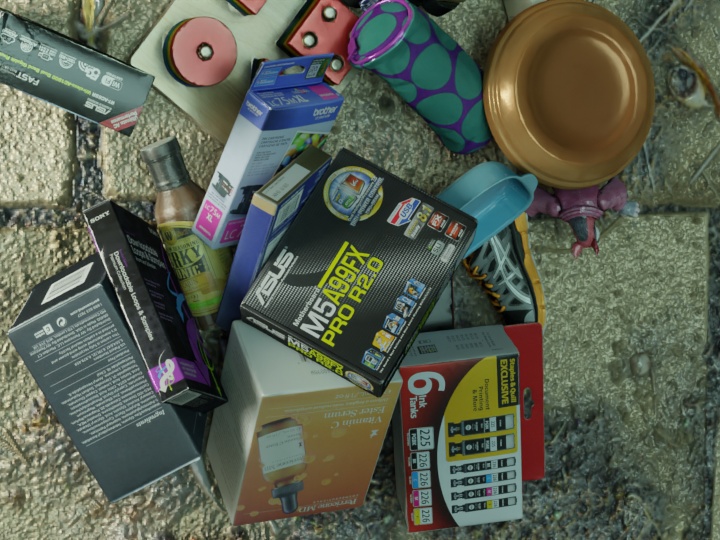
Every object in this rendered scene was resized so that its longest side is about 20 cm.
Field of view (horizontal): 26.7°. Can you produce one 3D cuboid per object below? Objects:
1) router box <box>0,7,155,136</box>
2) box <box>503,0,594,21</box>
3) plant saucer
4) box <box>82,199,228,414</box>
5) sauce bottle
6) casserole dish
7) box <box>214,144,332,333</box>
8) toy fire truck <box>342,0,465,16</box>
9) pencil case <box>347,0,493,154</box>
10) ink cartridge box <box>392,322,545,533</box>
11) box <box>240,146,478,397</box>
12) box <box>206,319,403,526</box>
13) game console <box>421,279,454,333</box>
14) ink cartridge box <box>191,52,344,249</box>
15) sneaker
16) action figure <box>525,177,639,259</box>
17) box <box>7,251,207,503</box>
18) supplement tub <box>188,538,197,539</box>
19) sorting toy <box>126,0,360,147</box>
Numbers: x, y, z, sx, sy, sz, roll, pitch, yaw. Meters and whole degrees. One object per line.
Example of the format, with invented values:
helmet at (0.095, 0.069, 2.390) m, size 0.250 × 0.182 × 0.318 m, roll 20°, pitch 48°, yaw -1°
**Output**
router box at (-0.287, -0.192, 1.431) m, size 0.149 × 0.200 × 0.063 m, roll 23°, pitch 94°, yaw -20°
box at (0.189, -0.354, 1.647) m, size 0.082 × 0.068 × 0.202 m, roll -22°, pitch 104°, yaw -15°
plant saucer at (0.225, -0.187, 1.590) m, size 0.198 × 0.037 × 0.202 m, roll 1°, pitch 88°, yaw -19°
box at (-0.197, 0.038, 1.472) m, size 0.036 × 0.143 × 0.201 m, roll -27°, pitch 77°, yaw 5°
sauce bottle at (-0.174, -0.038, 1.564) m, size 0.064 × 0.065 × 0.202 m, roll -24°, pitch 102°, yaw -15°
casserole dish at (0.096, -0.049, 1.592) m, size 0.199 × 0.121 × 0.039 m, roll -37°, pitch 68°, yaw 9°
box at (-0.092, -0.017, 1.522) m, size 0.032 × 0.121 × 0.201 m, roll 27°, pitch 126°, yaw 12°
toy fire truck at (0.057, -0.386, 1.573) m, size 0.175 × 0.128 × 0.202 m, roll -2°, pitch 75°, yaw -39°
pencil case at (0.069, -0.201, 1.576) m, size 0.200 × 0.092 × 0.086 m, roll 37°, pitch 43°, yaw -43°
ink cartridge box at (0.124, 0.168, 1.642) m, size 0.174 × 0.084 × 0.202 m, roll -7°, pitch 112°, yaw -6°
box at (0.000, 0.000, 1.482) m, size 0.159 × 0.044 × 0.201 m, roll 29°, pitch 69°, yaw 9°
box at (-0.061, 0.150, 1.547) m, size 0.151 × 0.107 × 0.201 m, roll -6°, pitch 135°, yaw -22°
game console at (0.020, 0.047, 1.662) m, size 0.175 × 0.031 × 0.202 m, roll -4°, pitch 97°, yaw -13°
ink cartridge box at (-0.087, -0.118, 1.510) m, size 0.119 × 0.042 × 0.201 m, roll -16°, pitch 136°, yaw -52°
sneaker at (0.154, -0.003, 1.679) m, size 0.077 × 0.078 × 0.202 m, roll -16°, pitch 94°, yaw -10°
action figure at (0.239, -0.112, 1.649) m, size 0.133 × 0.149 × 0.202 m, roll -10°, pitch 72°, yaw -1°
box at (-0.243, 0.098, 1.499) m, size 0.106 × 0.149 × 0.201 m, roll -27°, pitch 105°, yaw 5°
supplement tub at (-0.105, 0.362, 1.604) m, size 0.199 × 0.122 × 0.123 m, roll 24°, pitch 89°, yaw -21°
sorting toy at (-0.101, -0.227, 1.562) m, size 0.200 × 0.070 × 0.199 m, roll 39°, pitch 83°, yaw -19°
